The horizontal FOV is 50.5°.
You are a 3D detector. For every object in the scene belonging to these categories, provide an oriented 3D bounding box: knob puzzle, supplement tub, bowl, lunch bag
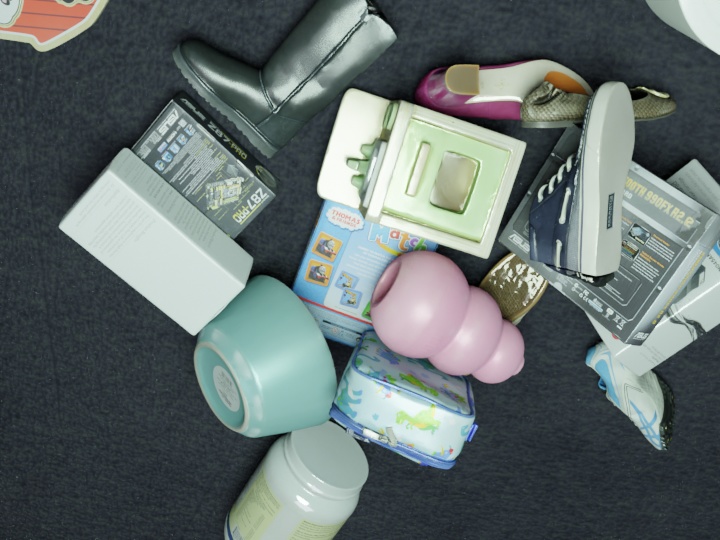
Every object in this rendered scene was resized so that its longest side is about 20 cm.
[{"bbox_3d":[-0.351,-0.334,0.809,0.215,0.031,0.224,1,116,2],"label":"knob puzzle"},{"bbox_3d":[-0.089,0.320,1.062,0.143,0.146,0.201,28,115,-11],"label":"supplement tub"},{"bbox_3d":[-0.129,0.118,0.924,0.104,0.199,0.204,-24,128,-35],"label":"bowl"},{"bbox_3d":[0.055,0.147,0.887,0.158,0.200,0.084,22,100,2],"label":"lunch bag"}]

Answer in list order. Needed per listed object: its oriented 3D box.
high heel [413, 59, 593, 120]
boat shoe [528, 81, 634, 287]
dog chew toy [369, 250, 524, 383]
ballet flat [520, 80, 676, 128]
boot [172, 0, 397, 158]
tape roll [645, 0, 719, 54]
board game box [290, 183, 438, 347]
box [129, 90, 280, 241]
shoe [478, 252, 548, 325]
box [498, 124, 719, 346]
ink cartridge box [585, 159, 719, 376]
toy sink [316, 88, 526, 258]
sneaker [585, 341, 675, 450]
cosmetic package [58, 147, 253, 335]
[{"bbox_3d":[0.160,-0.193,0.856,0.196,0.096,0.069,-4,92,-19],"label":"high heel"},{"bbox_3d":[0.219,-0.090,0.782,0.074,0.092,0.204,-10,108,-42],"label":"boat shoe"},{"bbox_3d":[0.109,0.065,0.898,0.198,0.125,0.125,32,114,-14],"label":"dog chew toy"},{"bbox_3d":[0.255,-0.180,0.811,0.196,0.067,0.047,-8,104,-20],"label":"ballet flat"},{"bbox_3d":[-0.079,-0.243,0.820,0.199,0.066,0.164,-38,118,22],"label":"boot"},{"bbox_3d":[0.377,-0.312,0.724,0.198,0.140,0.206,1,118,3],"label":"tape roll"},{"bbox_3d":[0.000,0.000,0.957,0.149,0.037,0.202,20,117,-8],"label":"board game box"},{"bbox_3d":[-0.219,-0.086,0.918,0.161,0.049,0.200,42,112,-15],"label":"box"},{"bbox_3d":[0.172,0.046,0.969,0.070,0.053,0.201,39,110,8],"label":"shoe"},{"bbox_3d":[0.267,-0.042,0.833,0.048,0.200,0.160,10,117,-48],"label":"box"},{"bbox_3d":[0.348,0.000,0.869,0.199,0.146,0.084,-41,137,20],"label":"ink cartridge box"},{"bbox_3d":[0.060,-0.110,0.837,0.196,0.112,0.133,18,99,-7],"label":"toy sink"},{"bbox_3d":[0.364,0.164,1.014,0.072,0.072,0.201,-7,130,45],"label":"sneaker"},{"bbox_3d":[-0.231,-0.031,0.881,0.101,0.074,0.200,-39,112,21],"label":"cosmetic package"}]
